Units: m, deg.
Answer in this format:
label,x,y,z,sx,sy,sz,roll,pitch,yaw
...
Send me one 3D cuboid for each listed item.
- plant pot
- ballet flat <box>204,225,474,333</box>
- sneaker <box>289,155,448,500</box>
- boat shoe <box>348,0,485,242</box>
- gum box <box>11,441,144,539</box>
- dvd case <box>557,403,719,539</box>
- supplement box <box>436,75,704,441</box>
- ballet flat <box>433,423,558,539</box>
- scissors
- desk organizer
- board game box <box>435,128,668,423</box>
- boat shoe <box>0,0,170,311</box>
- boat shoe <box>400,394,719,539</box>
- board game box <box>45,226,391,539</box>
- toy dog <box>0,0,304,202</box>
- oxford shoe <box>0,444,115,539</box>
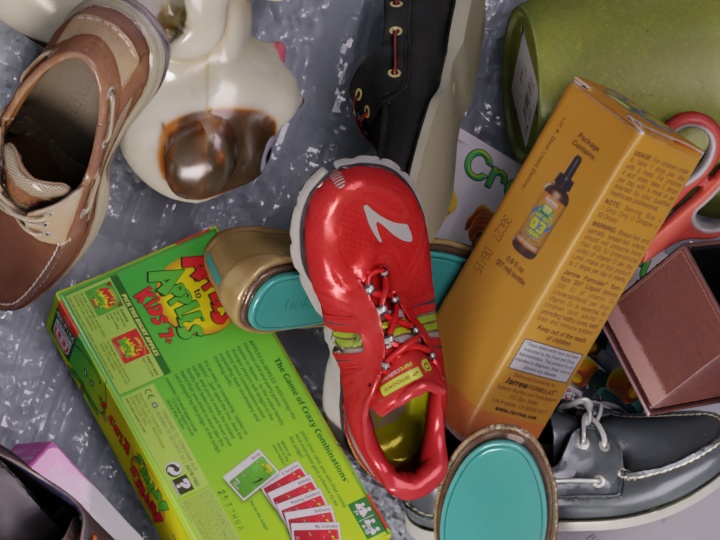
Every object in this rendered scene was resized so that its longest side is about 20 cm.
label,x,y,z,sx,sy,sz,roll,pitch,yaw
plant pot,0.189,-0.111,1.640,0.199,0.187,0.188,-2,87,-11
ballet flat,0.000,0.000,1.560,0.200,0.063,0.069,6,119,-42
sneaker,0.018,0.032,1.476,0.077,0.085,0.200,-19,124,-12
boat shoe,0.026,-0.088,1.578,0.063,0.074,0.202,3,47,9
gum box,-0.148,0.203,1.522,0.114,0.066,0.200,-46,104,-20
dvd case,0.216,0.149,1.677,0.143,0.018,0.200,42,68,11
supplement box,0.104,-0.001,1.550,0.069,0.067,0.200,15,110,-44
ballet flat,0.077,0.155,1.561,0.070,0.065,0.201,8,122,9
scissors,0.155,-0.006,1.598,0.073,0.014,0.200,31,110,-17
desk organizer,0.237,0.025,1.646,0.200,0.077,0.072,-6,63,-46
board game box,0.092,0.012,1.655,0.200,0.035,0.127,30,76,-19
boat shoe,-0.167,-0.056,1.477,0.076,0.200,0.072,30,34,7
boat shoe,0.120,0.106,1.609,0.199,0.073,0.062,-11,121,0
board game box,-0.079,0.086,1.531,0.101,0.048,0.200,-23,73,-23
toy dog,-0.113,-0.131,1.524,0.194,0.140,0.200,-36,101,-11
oxford shoe,-0.150,0.158,1.447,0.200,0.073,0.071,42,70,-15
